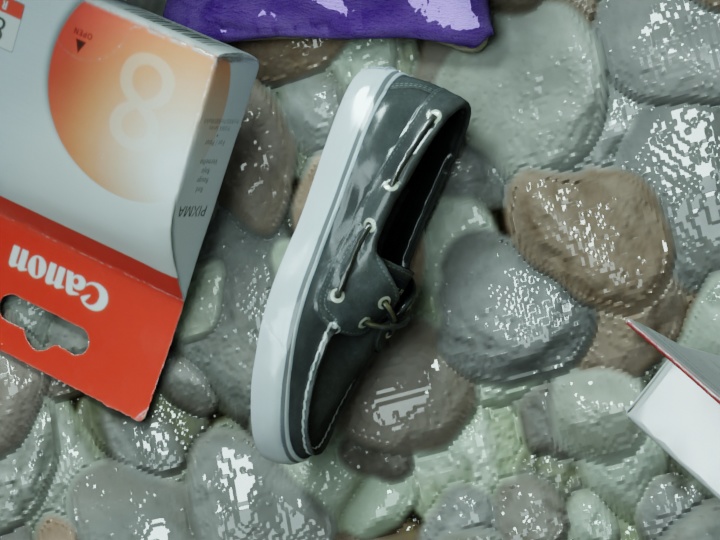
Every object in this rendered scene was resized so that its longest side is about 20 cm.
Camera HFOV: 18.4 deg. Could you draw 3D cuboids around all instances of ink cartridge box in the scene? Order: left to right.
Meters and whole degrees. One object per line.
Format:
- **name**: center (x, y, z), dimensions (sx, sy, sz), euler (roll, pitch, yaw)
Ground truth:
- **ink cartridge box**: center (-0.155, -0.043, 1.144), dimensions (0.162, 0.050, 0.201), euler (24, 100, 26)
- **ink cartridge box**: center (0.193, 0.106, 0.905), dimensions (0.200, 0.176, 0.045), euler (42, 100, 24)

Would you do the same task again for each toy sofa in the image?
- **toy sofa**: center (-0.027, -0.165, 1.100), dimensions (0.199, 0.083, 0.098), euler (4, 83, 25)

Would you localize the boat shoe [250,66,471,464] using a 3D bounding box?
- **boat shoe**: center (0.000, 0.000, 1.072), dimensions (0.056, 0.069, 0.201), euler (15, 87, 25)
